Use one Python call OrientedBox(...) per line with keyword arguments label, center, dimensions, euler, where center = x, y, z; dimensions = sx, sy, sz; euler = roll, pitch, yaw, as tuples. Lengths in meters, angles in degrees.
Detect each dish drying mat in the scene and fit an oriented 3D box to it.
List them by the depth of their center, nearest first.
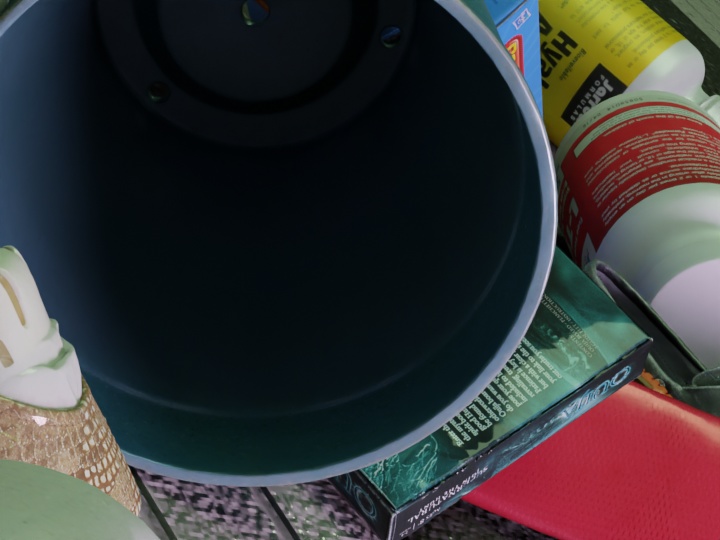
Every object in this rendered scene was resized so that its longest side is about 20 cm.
OrientedBox(label="dish drying mat", center=(0.126, 0.091, 0.889), dimensions=(0.199, 0.077, 0.018), euler=(23, -21, -12))

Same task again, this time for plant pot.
OrientedBox(label="plant pot", center=(-0.037, -0.059, 0.748), dimensions=(0.199, 0.200, 0.188), euler=(31, 24, -17))

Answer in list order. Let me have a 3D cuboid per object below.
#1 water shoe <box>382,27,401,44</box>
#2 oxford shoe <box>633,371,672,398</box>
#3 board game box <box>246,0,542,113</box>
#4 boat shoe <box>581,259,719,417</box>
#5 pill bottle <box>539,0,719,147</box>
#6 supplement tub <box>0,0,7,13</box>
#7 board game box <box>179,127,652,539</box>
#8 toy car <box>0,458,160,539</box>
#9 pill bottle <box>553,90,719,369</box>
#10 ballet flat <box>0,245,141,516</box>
OrientedBox(label="water shoe", center=(0.032, -0.077, 0.942), dimensions=(0.078, 0.202, 0.071), euler=(15, -4, 26))
OrientedBox(label="oxford shoe", center=(0.085, 0.062, 0.946), dimensions=(0.072, 0.071, 0.200), euler=(-23, 64, -29))
OrientedBox(label="board game box", center=(0.010, -0.139, 1.112), dimensions=(0.200, 0.056, 0.196), euler=(46, -12, 21))
OrientedBox(label="boat shoe", center=(0.166, 0.075, 1.022), dimensions=(0.200, 0.068, 0.072), euler=(47, 21, 26))
OrientedBox(label="pill bottle", center=(0.160, -0.132, 1.426), dimensions=(0.200, 0.112, 0.111), euler=(41, 19, 14))
OrientedBox(label="supplement tub", center=(-0.203, -0.151, 0.770), dimensions=(0.144, 0.145, 0.200), euler=(27, 21, -27))
OrientedBox(label="board game box", center=(0.000, 0.000, 0.845), dimensions=(0.135, 0.028, 0.200), euler=(-31, 62, -25))
OrientedBox(label="toy car", center=(-0.101, 0.133, 0.325), dimensions=(0.200, 0.174, 0.151), euler=(-84, 155, -69))
OrientedBox(label="pill bottle", center=(0.175, -0.014, 1.176), dimensions=(0.112, 0.113, 0.200), euler=(30, 20, -19))
OrientedBox(label="ballet flat", center=(-0.139, 0.010, 0.634), dimensions=(0.199, 0.065, 0.071), euler=(32, 19, -15))
